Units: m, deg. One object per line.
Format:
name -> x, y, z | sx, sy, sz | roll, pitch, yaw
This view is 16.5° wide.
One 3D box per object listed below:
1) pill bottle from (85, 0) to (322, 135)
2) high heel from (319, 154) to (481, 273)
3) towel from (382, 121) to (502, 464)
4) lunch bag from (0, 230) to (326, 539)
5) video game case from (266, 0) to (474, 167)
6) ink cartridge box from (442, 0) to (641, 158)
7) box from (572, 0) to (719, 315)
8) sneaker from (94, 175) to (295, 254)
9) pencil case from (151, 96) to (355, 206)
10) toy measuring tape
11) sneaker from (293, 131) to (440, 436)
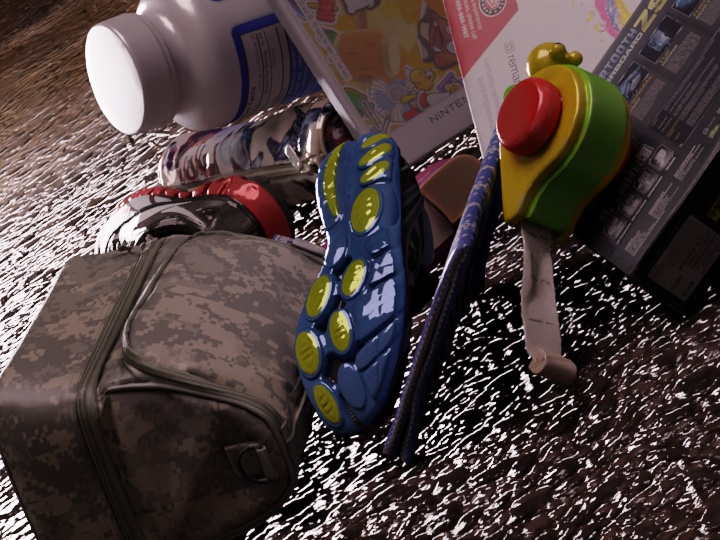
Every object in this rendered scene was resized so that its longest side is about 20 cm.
pill bottle -> -0.091, -0.165, 1.771 | 0.200, 0.112, 0.112 | -22, 12, -28
high heel -> 0.000, 0.000, 1.547 | 0.200, 0.067, 0.096 | -45, -4, -6
towel -> 0.058, -0.001, 1.359 | 0.200, 0.024, 0.145 | -67, -6, -59
lunch bag -> -0.094, 0.067, 1.404 | 0.167, 0.140, 0.200 | -8, 26, 17
video game case -> 0.037, -0.191, 1.715 | 0.182, 0.200, 0.023 | -33, 0, -17
ink cartridge box -> 0.163, -0.144, 1.486 | 0.200, 0.083, 0.146 | -26, 57, 21
box -> 0.183, -0.092, 1.333 | 0.200, 0.051, 0.158 | -55, 28, 4
sneaker -> -0.138, -0.015, 1.766 | 0.200, 0.071, 0.098 | -8, 28, 49
pencil case -> -0.062, -0.076, 1.788 | 0.089, 0.078, 0.200 | -15, 2, -44
toy measuring tape -> 0.109, -0.041, 1.284 | 0.073, 0.074, 0.200 | -22, 52, 28
sneaker -> 0.013, 0.010, 1.379 | 0.071, 0.083, 0.200 | -23, 40, 26
